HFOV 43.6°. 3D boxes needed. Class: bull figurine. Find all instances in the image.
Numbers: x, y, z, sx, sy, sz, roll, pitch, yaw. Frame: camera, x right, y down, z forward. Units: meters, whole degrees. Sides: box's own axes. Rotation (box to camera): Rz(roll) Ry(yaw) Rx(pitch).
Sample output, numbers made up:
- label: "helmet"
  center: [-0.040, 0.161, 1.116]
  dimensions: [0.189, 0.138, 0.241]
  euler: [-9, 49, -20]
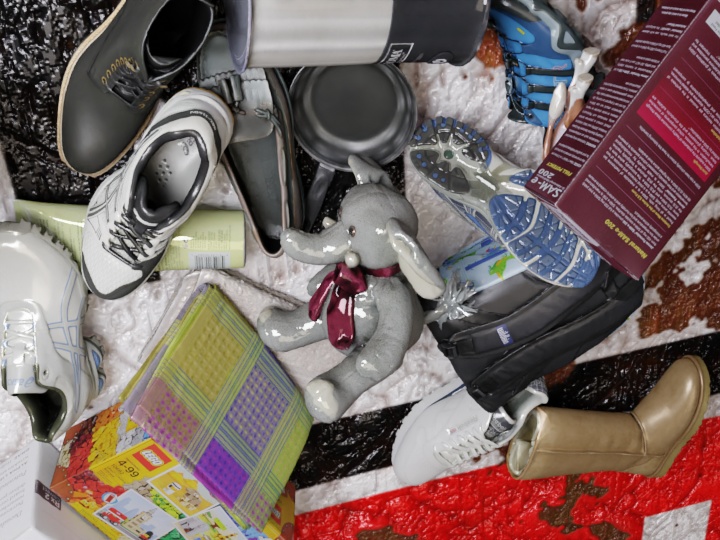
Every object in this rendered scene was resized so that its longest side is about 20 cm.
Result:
- label: "bull figurine"
  center: [0.246, -0.139, 0.779]
  dimensions: [0.196, 0.065, 0.123]
  euler: [-23, 127, -14]

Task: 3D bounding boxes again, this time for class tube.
- label: "tube"
  center: [-0.198, -0.028, 0.786]
  dimensions: [0.195, 0.052, 0.060]
  euler: [-2, 79, -8]

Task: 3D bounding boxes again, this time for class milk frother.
- label: "milk frother"
  center: [-0.006, -0.263, 0.664]
  dimensions: [0.184, 0.205, 0.181]
  euler: [-5, 162, -17]

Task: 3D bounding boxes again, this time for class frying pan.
- label: "frying pan"
  center: [-0.007, -0.108, 0.797]
  dimensions: [0.112, 0.031, 0.193]
  euler: [3, 128, 3]

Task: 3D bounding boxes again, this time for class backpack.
- label: "backpack"
  center: [0.174, 0.020, 0.877]
  dimensions: [0.197, 0.155, 0.164]
  euler: [-25, 120, 24]

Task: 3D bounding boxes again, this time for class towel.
- label: "towel"
  center: [-0.105, 0.078, 0.877]
  dimensions: [0.197, 0.035, 0.134]
  euler: [24, 110, -27]
- label: "towel"
  center: [-0.120, 0.125, 0.818]
  dimensions: [0.022, 0.145, 0.201]
  euler: [-5, 134, 39]

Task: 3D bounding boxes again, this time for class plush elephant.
- label: "plush elephant"
  center: [0.000, 0.000, 0.756]
  dimensions: [0.196, 0.165, 0.157]
  euler: [-22, 121, -8]

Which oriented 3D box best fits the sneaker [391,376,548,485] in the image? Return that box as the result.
- label: "sneaker"
  center: [0.113, 0.167, 0.964]
  dimensions: [0.200, 0.081, 0.076]
  euler: [-45, 122, 12]

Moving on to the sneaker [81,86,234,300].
- label: "sneaker"
  center: [-0.172, -0.050, 0.706]
  dimensions: [0.075, 0.088, 0.202]
  euler: [28, 113, -14]

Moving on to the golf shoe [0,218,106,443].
- label: "golf shoe"
  center: [-0.272, 0.056, 0.763]
  dimensions: [0.076, 0.098, 0.204]
  euler: [-3, 125, 11]

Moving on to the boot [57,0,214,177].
- label: "boot"
  center: [-0.174, -0.142, 0.674]
  dimensions: [0.076, 0.139, 0.202]
  euler: [22, 111, -25]

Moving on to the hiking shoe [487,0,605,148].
- label: "hiking shoe"
  center: [0.156, -0.172, 0.792]
  dimensions: [0.087, 0.075, 0.199]
  euler: [-46, 121, 8]

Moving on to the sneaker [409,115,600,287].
- label: "sneaker"
  center: [0.131, -0.059, 0.805]
  dimensions: [0.199, 0.085, 0.077]
  euler: [42, 87, 10]

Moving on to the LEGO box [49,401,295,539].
- label: "LEGO box"
  center: [-0.177, 0.213, 0.884]
  dimensions: [0.147, 0.078, 0.201]
  euler: [-26, 124, 17]

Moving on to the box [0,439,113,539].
- label: "box"
  center: [-0.327, 0.312, 0.881]
  dimensions: [0.198, 0.131, 0.200]
  euler: [-34, 122, 4]

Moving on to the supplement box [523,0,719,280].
- label: "supplement box"
  center: [0.234, -0.109, 0.709]
  dimensions: [0.108, 0.061, 0.201]
  euler: [35, 95, -25]

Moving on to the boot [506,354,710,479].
- label: "boot"
  center: [0.283, 0.171, 1.026]
  dimensions: [0.195, 0.066, 0.179]
  euler: [6, 116, -18]

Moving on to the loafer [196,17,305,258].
- label: "loafer"
  center: [-0.088, -0.106, 0.755]
  dimensions: [0.070, 0.063, 0.204]
  euler: [-11, 120, 9]
